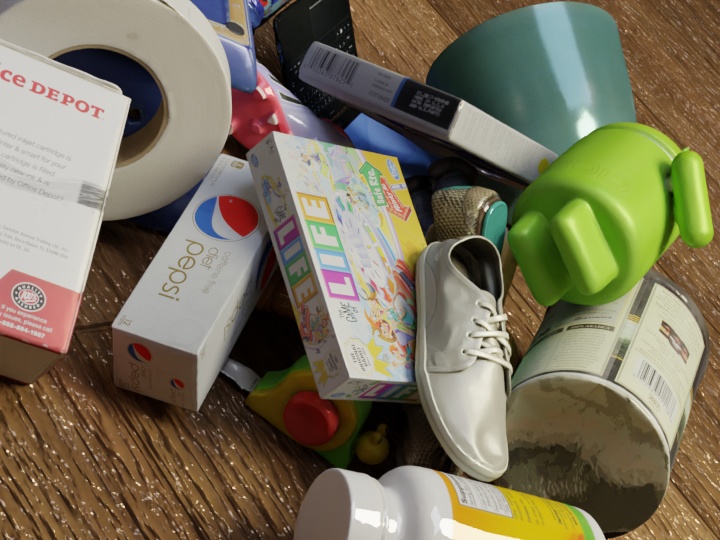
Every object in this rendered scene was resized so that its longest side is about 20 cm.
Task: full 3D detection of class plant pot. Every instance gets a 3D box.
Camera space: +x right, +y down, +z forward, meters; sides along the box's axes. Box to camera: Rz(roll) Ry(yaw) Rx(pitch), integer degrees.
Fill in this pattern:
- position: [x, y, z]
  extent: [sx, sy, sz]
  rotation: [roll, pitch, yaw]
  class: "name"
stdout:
- position: [0.179, -0.137, 1.559]
  extent: [0.200, 0.200, 0.162]
  rotation: [5, 59, -38]
  class: "plant pot"
- position: [-0.194, -0.176, 1.281]
  extent: [0.199, 0.180, 0.201]
  rotation: [18, 37, -24]
  class: "plant pot"

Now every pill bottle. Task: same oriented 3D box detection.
- position: [0.060, 0.196, 1.088]
  extent: [0.199, 0.111, 0.111]
  rotation: [17, 36, -25]
  class: "pill bottle"

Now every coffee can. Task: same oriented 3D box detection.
- position: [0.195, 0.102, 1.299]
  extent: [0.146, 0.147, 0.200]
  rotation: [36, 33, 2]
  class: "coffee can"

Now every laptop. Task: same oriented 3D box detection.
- position: [0.009, -0.171, 1.524]
  extent: [0.103, 0.201, 0.177]
  rotation: [0, 24, 21]
  class: "laptop"

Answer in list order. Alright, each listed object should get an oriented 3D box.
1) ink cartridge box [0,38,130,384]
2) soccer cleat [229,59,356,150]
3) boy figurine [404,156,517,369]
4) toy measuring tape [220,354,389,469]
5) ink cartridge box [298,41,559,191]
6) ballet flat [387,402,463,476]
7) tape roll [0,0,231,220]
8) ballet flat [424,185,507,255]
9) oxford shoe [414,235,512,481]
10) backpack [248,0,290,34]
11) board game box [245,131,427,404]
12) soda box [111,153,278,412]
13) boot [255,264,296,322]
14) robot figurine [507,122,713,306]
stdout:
- position: [-0.253, -0.045, 1.076]
  extent: [0.146, 0.083, 0.201]
  rotation: [21, 62, -21]
  class: "ink cartridge box"
- position: [-0.060, -0.125, 1.422]
  extent: [0.200, 0.067, 0.077]
  rotation: [46, 36, -5]
  class: "soccer cleat"
- position: [0.091, 0.003, 1.366]
  extent: [0.064, 0.124, 0.201]
  rotation: [16, 51, -50]
  class: "boy figurine"
- position: [-0.057, 0.073, 1.182]
  extent: [0.200, 0.074, 0.074]
  rotation: [37, 32, 3]
  class: "toy measuring tape"
- position: [0.075, -0.128, 1.421]
  extent: [0.197, 0.047, 0.199]
  rotation: [26, 4, 43]
  class: "ink cartridge box"
- position: [0.049, 0.107, 1.220]
  extent: [0.067, 0.046, 0.200]
  rotation: [52, 13, -26]
  class: "ballet flat"
- position: [-0.194, -0.127, 1.173]
  extent: [0.202, 0.203, 0.037]
  rotation: [20, 32, -21]
  class: "tape roll"
- position: [0.077, 0.029, 1.279]
  extent: [0.075, 0.201, 0.068]
  rotation: [10, 19, 30]
  class: "ballet flat"
- position: [0.079, 0.054, 1.144]
  extent: [0.075, 0.058, 0.201]
  rotation: [26, 45, -35]
  class: "oxford shoe"
- position: [-0.136, -0.273, 1.457]
  extent: [0.135, 0.200, 0.183]
  rotation: [51, -11, -6]
  class: "backpack"
- position: [0.000, 0.000, 1.176]
  extent: [0.134, 0.034, 0.201]
  rotation: [7, 56, -45]
  class: "board game box"
- position: [-0.110, 0.005, 1.172]
  extent: [0.068, 0.064, 0.200]
  rotation: [17, 46, 10]
  class: "soda box"
- position: [-0.038, -0.005, 1.314]
  extent: [0.154, 0.077, 0.200]
  rotation: [14, 26, -2]
  class: "boot"
- position: [0.199, -0.048, 1.302]
  extent: [0.200, 0.175, 0.116]
  rotation: [-41, 106, -47]
  class: "robot figurine"
